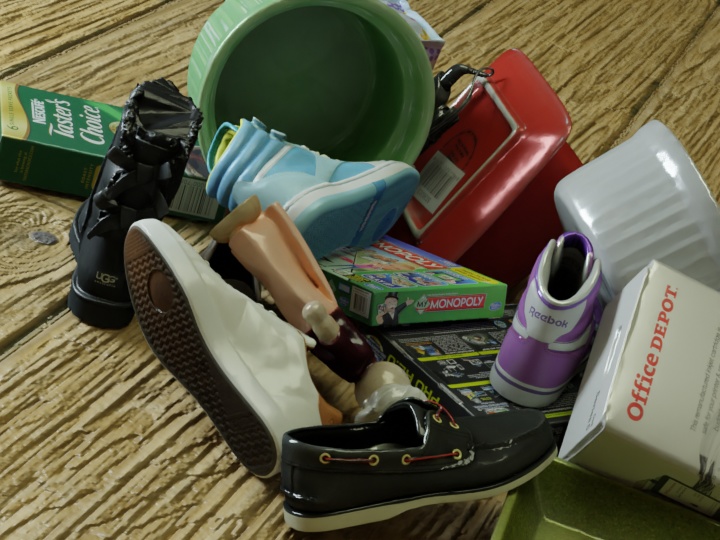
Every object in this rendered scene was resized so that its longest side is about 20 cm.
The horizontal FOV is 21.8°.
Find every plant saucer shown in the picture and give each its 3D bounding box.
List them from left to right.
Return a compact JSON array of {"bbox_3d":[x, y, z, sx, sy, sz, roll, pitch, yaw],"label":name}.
[{"bbox_3d":[0.175,0.210,1.193,0.199,0.048,0.200,21,24,6],"label":"plant saucer"}]

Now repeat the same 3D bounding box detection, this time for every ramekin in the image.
[{"bbox_3d":[-0.047,-0.147,1.536,0.200,0.200,0.098,8,21,-22],"label":"ramekin"},{"bbox_3d":[0.230,-0.007,1.458,0.098,0.201,0.201,-26,31,1],"label":"ramekin"}]

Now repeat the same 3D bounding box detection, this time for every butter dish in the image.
[{"bbox_3d":[0.127,-0.059,1.609,0.148,0.199,0.200,37,14,-27],"label":"butter dish"}]

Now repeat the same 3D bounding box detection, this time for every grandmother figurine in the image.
[{"bbox_3d":[-0.026,0.037,1.322,0.200,0.061,0.121,50,6,2],"label":"grandmother figurine"}]

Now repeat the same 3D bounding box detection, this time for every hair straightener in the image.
[{"bbox_3d":[0.043,-0.101,1.596,0.041,0.200,0.077,42,10,-37],"label":"hair straightener"}]

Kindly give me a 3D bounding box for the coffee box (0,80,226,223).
[{"bbox_3d":[-0.213,-0.100,1.575,0.200,0.044,0.123,11,25,-16],"label":"coffee box"}]

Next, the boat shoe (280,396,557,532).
[{"bbox_3d":[0.042,0.117,1.217,0.201,0.063,0.074,-9,15,-25],"label":"boat shoe"}]

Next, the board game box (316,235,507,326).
[{"bbox_3d":[0.000,0.000,1.474,0.134,0.029,0.200,-4,18,-39],"label":"board game box"}]

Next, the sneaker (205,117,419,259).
[{"bbox_3d":[-0.043,-0.077,1.464,0.130,0.080,0.200,37,23,18],"label":"sneaker"}]

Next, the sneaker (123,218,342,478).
[{"bbox_3d":[-0.086,0.045,1.270,0.085,0.073,0.200,-22,72,-39],"label":"sneaker"}]

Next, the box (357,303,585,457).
[{"bbox_3d":[0.114,0.087,1.415,0.200,0.044,0.160,-4,33,-40],"label":"box"}]

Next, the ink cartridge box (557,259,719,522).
[{"bbox_3d":[0.256,0.106,1.314,0.200,0.084,0.146,26,58,-7],"label":"ink cartridge box"}]

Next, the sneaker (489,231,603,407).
[{"bbox_3d":[0.159,0.017,1.403,0.072,0.115,0.201,20,23,6],"label":"sneaker"}]

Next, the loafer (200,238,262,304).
[{"bbox_3d":[-0.105,0.020,1.374,0.072,0.063,0.200,15,24,-8],"label":"loafer"}]

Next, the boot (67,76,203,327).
[{"bbox_3d":[-0.167,-0.066,1.390,0.073,0.163,0.198,16,24,-9],"label":"boot"}]

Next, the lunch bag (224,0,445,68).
[{"bbox_3d":[-0.050,-0.168,1.685,0.200,0.170,0.127,8,29,-30],"label":"lunch bag"}]
